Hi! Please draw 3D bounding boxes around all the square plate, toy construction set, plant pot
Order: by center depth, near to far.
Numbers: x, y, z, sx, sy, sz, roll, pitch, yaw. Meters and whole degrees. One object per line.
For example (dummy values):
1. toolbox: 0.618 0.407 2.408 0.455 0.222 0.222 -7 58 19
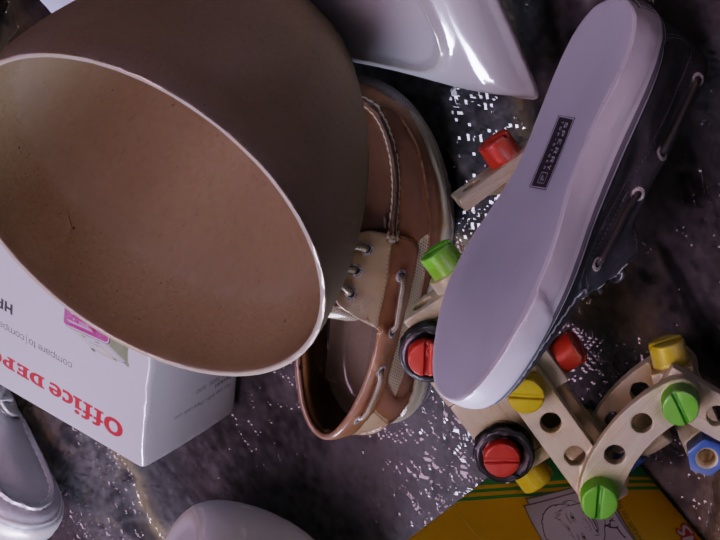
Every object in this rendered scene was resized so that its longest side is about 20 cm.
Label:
1. square plate: -0.024 -0.166 1.278 0.198 0.028 0.200 16 143 45
2. toy construction set: 0.097 0.032 1.288 0.131 0.092 0.200 -33 89 16
3. plant pot: -0.074 -0.067 1.294 0.200 0.135 0.201 21 142 18

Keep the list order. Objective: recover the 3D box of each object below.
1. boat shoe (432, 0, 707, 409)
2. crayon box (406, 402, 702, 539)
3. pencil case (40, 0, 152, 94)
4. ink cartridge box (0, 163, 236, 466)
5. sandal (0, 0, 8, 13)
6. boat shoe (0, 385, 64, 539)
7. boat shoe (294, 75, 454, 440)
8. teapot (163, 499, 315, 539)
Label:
1. boat shoe: 0.100 -0.024 1.230 0.070 0.066 0.200 18 85 59
2. crayon box: 0.113 0.189 1.318 0.200 0.172 0.058 50 136 7
3. pencil case: -0.152 -0.178 1.409 0.200 0.083 0.091 48 150 9
4. ink cartridge box: -0.140 -0.013 1.489 0.144 0.085 0.200 27 130 27
5. sandal: -0.247 -0.099 1.539 0.055 0.082 0.200 47 135 -2
6. boat shoe: -0.245 0.076 1.650 0.200 0.072 0.069 53 136 17
7. boat shoe: 0.000 0.000 1.382 0.076 0.072 0.200 16 122 34
8. teapot: -0.051 0.229 1.505 0.146 0.200 0.198 19 99 -12
